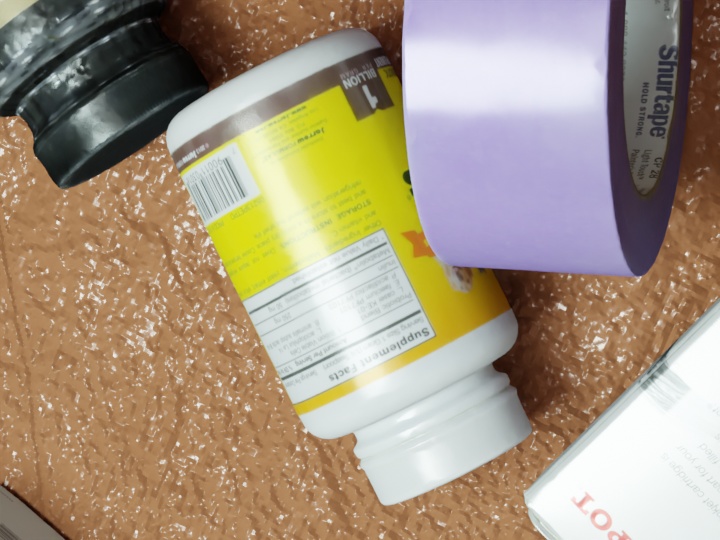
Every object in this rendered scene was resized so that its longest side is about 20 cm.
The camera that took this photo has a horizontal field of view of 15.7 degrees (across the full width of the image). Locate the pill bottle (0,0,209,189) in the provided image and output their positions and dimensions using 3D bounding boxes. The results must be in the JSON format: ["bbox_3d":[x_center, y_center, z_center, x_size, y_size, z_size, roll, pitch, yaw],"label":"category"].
[{"bbox_3d":[-0.159,-0.144,1.205,0.112,0.112,0.201,-35,87,18],"label":"pill bottle"}]

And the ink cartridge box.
[{"bbox_3d":[0.193,0.079,1.145,0.146,0.084,0.200,46,108,5],"label":"ink cartridge box"}]

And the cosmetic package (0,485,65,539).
[{"bbox_3d":[-0.224,0.212,1.281,0.085,0.108,0.200,39,109,8],"label":"cosmetic package"}]

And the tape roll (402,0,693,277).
[{"bbox_3d":[0.083,-0.099,1.091,0.084,0.200,0.201,3,99,16],"label":"tape roll"}]

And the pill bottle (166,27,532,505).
[{"bbox_3d":[0.000,0.000,1.179,0.109,0.109,0.201,-26,90,19],"label":"pill bottle"}]
